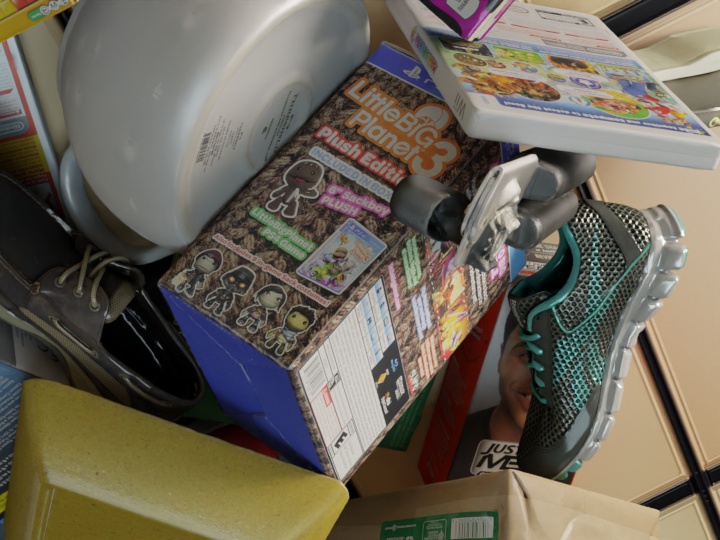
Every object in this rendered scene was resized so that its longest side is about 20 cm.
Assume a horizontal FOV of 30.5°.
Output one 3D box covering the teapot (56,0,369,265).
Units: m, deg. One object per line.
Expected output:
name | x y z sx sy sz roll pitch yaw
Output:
teapot | -0.101 -0.113 0.743 0.200 0.146 0.197 -53 160 -12

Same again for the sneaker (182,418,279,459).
sneaker | -0.140 0.180 0.908 0.200 0.113 0.071 -32 126 6

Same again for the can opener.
can opener | 0.072 -0.045 0.695 0.067 0.200 0.053 26 108 14

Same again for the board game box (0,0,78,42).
board game box | -0.200 -0.155 0.644 0.200 0.166 0.057 -20 123 27

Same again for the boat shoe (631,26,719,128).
boat shoe | 0.170 -0.108 0.848 0.201 0.072 0.060 -13 116 -10

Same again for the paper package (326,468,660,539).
paper package | 0.081 0.214 0.908 0.200 0.104 0.190 -18 152 41

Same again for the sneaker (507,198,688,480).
sneaker | 0.131 0.041 0.855 0.091 0.078 0.201 16 103 -16

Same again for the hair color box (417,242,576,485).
hair color box | 0.117 0.080 0.945 0.101 0.061 0.201 6 116 -15

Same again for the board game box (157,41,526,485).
board game box | 0.000 0.000 0.771 0.200 0.097 0.160 -48 153 -21

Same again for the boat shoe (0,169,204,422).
boat shoe | -0.160 0.013 0.779 0.073 0.075 0.200 -16 126 36

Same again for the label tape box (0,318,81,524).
label tape box | -0.234 0.091 0.844 0.144 0.063 0.200 -35 141 20

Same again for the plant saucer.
plant saucer | -0.128 0.165 0.811 0.199 0.049 0.200 20 139 -3

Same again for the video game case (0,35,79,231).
video game case | -0.257 -0.055 0.809 0.143 0.017 0.201 -14 120 -5

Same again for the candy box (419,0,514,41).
candy box | 0.029 -0.238 0.700 0.200 0.061 0.136 41 104 3

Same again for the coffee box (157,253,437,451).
coffee box | -0.043 0.051 0.901 0.199 0.044 0.123 11 116 -18

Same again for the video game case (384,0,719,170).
video game case | 0.102 -0.115 0.753 0.143 0.200 0.018 6 118 -16
